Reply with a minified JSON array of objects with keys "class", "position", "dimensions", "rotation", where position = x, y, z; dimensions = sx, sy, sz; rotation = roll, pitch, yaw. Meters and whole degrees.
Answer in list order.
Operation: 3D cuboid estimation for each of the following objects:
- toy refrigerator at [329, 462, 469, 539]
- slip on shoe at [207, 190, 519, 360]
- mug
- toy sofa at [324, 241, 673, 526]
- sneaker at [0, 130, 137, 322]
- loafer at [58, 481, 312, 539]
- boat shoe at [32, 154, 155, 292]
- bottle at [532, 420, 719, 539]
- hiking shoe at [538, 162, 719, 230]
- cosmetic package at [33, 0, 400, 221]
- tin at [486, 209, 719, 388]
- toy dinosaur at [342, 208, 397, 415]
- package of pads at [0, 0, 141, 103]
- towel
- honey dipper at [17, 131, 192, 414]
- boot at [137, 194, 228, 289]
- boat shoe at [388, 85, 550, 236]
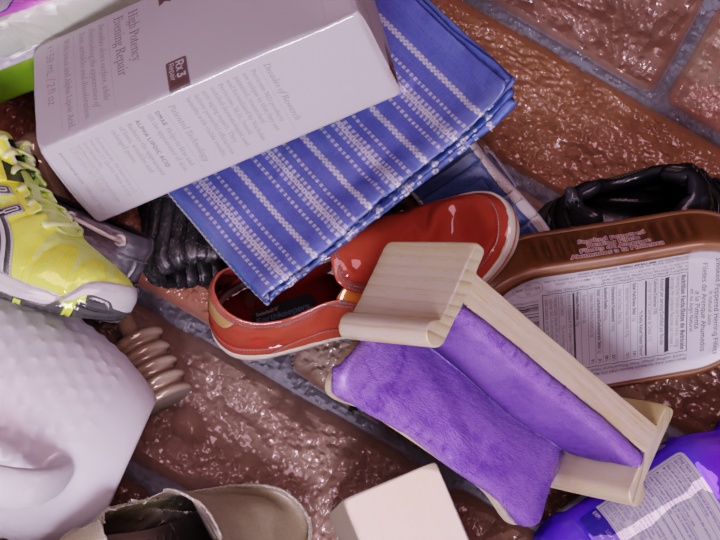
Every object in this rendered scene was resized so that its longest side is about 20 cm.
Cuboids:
[{"class":"toy refrigerator","position":[0.054,0.222,0.974],"dimensions":[0.070,0.076,0.200],"rotation":[-21,78,-12]},{"class":"slip on shoe","position":[0.000,0.000,0.973],"dimensions":[0.199,0.061,0.074],"rotation":[-18,62,4]},{"class":"mug","position":[-0.216,0.084,0.913],"dimensions":[0.175,0.200,0.148],"rotation":[24,99,-5]},{"class":"toy sofa","position":[0.082,0.073,0.933],"dimensions":[0.200,0.083,0.098],"rotation":[39,69,-32]},{"class":"sneaker","position":[-0.204,-0.036,0.907],"dimensions":[0.200,0.075,0.077],"rotation":[30,95,20]},{"class":"loafer","position":[-0.094,0.162,0.929],"dimensions":[0.200,0.068,0.076],"rotation":[-8,60,-49]},{"class":"boat shoe","position":[-0.214,-0.044,0.992],"dimensions":[0.200,0.074,0.060],"rotation":[33,97,18]},{"class":"bottle","position":[0.207,0.147,1.019],"dimensions":[0.200,0.065,0.084],"rotation":[-31,88,-14]},{"class":"hiking shoe","position":[0.218,-0.027,1.048],"dimensions":[0.199,0.101,0.076],"rotation":[-1,76,-8]},{"class":"cosmetic package","position":[-0.086,-0.117,0.944],"dimensions":[0.200,0.074,0.102],"rotation":[-24,46,9]},{"class":"tin","position":[0.158,0.024,1.012],"dimensions":[0.199,0.112,0.042],"rotation":[-9,41,-2]},{"class":"toy dinosaur","position":[0.021,0.042,1.035],"dimensions":[0.088,0.047,0.200],"rotation":[-26,83,-20]},{"class":"package of pads","position":[-0.171,-0.208,1.035],"dimensions":[0.200,0.068,0.155],"rotation":[-24,52,-13]},{"class":"towel","position":[-0.022,-0.089,0.970],"dimensions":[0.200,0.024,0.145],"rotation":[-39,63,-6]},{"class":"honey dipper","position":[-0.166,-0.003,1.027],"dimensions":[0.038,0.038,0.200],"rotation":[-25,77,-13]},{"class":"boot","position":[-0.052,-0.081,1.036],"dimensions":[0.211,0.079,0.158],"rotation":[-17,71,-1]},{"class":"boat shoe","position":[0.076,-0.043,1.041],"dimensions":[0.072,0.072,0.200],"rotation":[-27,107,13]}]
